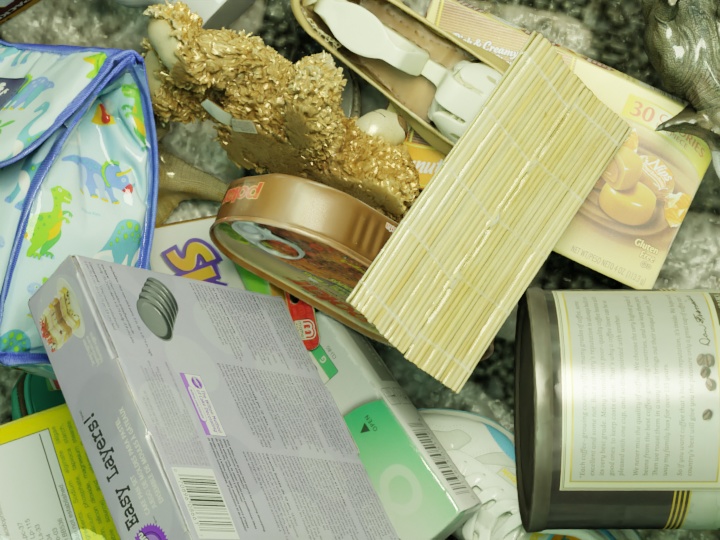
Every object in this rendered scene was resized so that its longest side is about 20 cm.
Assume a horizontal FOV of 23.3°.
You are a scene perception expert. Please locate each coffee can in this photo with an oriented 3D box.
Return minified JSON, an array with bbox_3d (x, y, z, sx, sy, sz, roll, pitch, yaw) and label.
[{"bbox_3d":[0.196,0.083,1.052,0.198,0.146,0.148,0,99,1],"label":"coffee can"}]

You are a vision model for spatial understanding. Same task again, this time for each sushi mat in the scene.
[{"bbox_3d":[0.077,-0.033,1.018,0.096,0.012,0.201,42,76,-30],"label":"sushi mat"}]

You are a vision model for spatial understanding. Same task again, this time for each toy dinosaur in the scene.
[{"bbox_3d":[0.192,-0.152,1.038,0.076,0.103,0.202,-2,56,-10],"label":"toy dinosaur"},{"bbox_3d":[-0.140,-0.072,1.152,0.198,0.058,0.102,4,114,17],"label":"toy dinosaur"}]

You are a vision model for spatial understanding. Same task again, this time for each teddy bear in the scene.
[{"bbox_3d":[-0.047,-0.098,1.049,0.199,0.145,0.067,24,62,14],"label":"teddy bear"}]

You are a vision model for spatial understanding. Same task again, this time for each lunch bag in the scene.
[{"bbox_3d":[-0.214,-0.043,1.076,0.169,0.127,0.202,9,82,43],"label":"lunch bag"}]

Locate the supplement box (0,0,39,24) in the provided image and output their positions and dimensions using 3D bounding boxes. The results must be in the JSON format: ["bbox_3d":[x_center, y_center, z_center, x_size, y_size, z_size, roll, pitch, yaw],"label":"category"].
[{"bbox_3d":[-0.306,-0.232,1.069,0.132,0.200,0.198,-28,94,12],"label":"supplement box"}]

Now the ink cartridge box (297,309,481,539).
[{"bbox_3d":[-0.041,0.149,1.134,0.200,0.050,0.161,-42,70,17],"label":"ink cartridge box"}]

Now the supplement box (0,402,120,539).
[{"bbox_3d":[-0.176,0.143,1.089,0.198,0.110,0.110,-18,81,-5],"label":"supplement box"}]

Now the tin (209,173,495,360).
[{"bbox_3d":[0.000,0.000,1.054,0.199,0.112,0.042,30,65,-32],"label":"tin"}]

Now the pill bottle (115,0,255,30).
[{"bbox_3d":[-0.143,-0.240,1.086,0.113,0.113,0.200,-42,90,13],"label":"pill bottle"}]

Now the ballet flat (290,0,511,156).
[{"bbox_3d":[0.038,-0.115,1.046,0.199,0.063,0.069,33,103,4],"label":"ballet flat"}]

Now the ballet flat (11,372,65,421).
[{"bbox_3d":[-0.182,0.160,1.181,0.201,0.067,0.070,51,128,8],"label":"ballet flat"}]

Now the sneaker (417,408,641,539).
[{"bbox_3d":[0.094,0.155,1.128,0.199,0.081,0.077,29,104,5],"label":"sneaker"}]

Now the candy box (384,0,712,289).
[{"bbox_3d":[0.115,-0.081,1.099,0.199,0.055,0.116,25,102,5],"label":"candy box"}]

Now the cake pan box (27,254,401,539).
[{"bbox_3d":[-0.076,0.093,0.979,0.052,0.183,0.201,-42,60,26],"label":"cake pan box"}]

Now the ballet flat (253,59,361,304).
[{"bbox_3d":[-0.040,-0.038,1.142,0.067,0.046,0.202,19,97,34],"label":"ballet flat"}]

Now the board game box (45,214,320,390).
[{"bbox_3d":[-0.125,0.019,1.131,0.198,0.030,0.097,-9,97,21],"label":"board game box"}]
